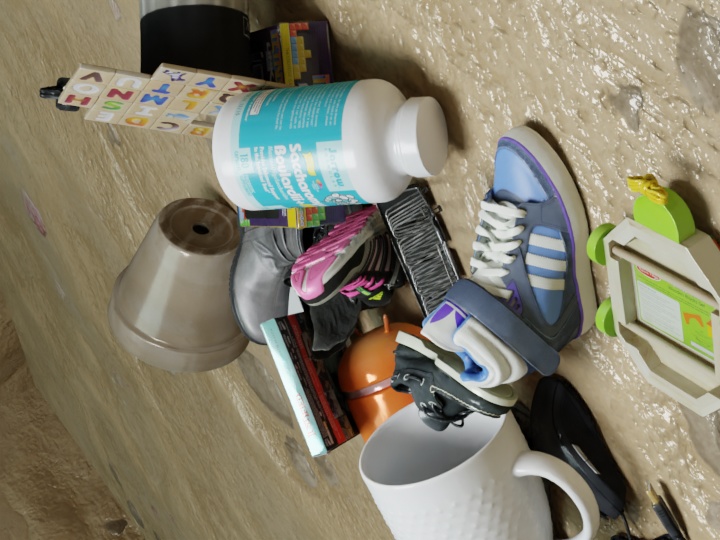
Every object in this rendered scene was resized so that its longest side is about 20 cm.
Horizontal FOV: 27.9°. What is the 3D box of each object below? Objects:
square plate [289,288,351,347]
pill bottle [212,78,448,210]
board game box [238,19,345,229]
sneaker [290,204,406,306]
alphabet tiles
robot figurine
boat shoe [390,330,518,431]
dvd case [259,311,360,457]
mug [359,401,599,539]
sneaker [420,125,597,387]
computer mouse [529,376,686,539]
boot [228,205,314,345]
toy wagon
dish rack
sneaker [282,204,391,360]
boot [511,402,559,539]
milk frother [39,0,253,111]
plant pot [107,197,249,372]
[{"bbox_3d":[-0.067,0.045,1.741,0.200,0.028,0.199,37,148,47],"label":"square plate"},{"bbox_3d":[-0.025,-0.114,1.304,0.199,0.111,0.111,-3,120,28],"label":"pill bottle"},{"bbox_3d":[-0.079,-0.145,1.470,0.165,0.057,0.201,6,102,64],"label":"board game box"},{"bbox_3d":[0.000,0.000,1.402,0.074,0.200,0.088,-23,101,25],"label":"sneaker"},{"bbox_3d":[-0.180,-0.162,1.383,0.167,0.199,0.008,152,122,-63],"label":"alphabet tiles"},{"bbox_3d":[0.050,0.141,1.523,0.201,0.116,0.144,65,-166,-4],"label":"robot figurine"},{"bbox_3d":[0.074,0.109,1.292,0.199,0.074,0.066,28,96,61],"label":"boat shoe"},{"bbox_3d":[-0.040,0.112,1.523,0.146,0.022,0.200,68,-164,3],"label":"dvd case"},{"bbox_3d":[0.121,0.216,1.317,0.199,0.148,0.176,-11,117,34],"label":"mug"},{"bbox_3d":[0.108,0.000,1.172,0.081,0.146,0.201,27,140,55],"label":"sneaker"},{"bbox_3d":[0.214,0.190,1.301,0.200,0.046,0.140,63,160,-3],"label":"computer mouse"},{"bbox_3d":[-0.087,-0.013,1.611,0.131,0.070,0.201,1,96,55],"label":"boot"},{"bbox_3d":[0.231,0.014,1.061,0.155,0.039,0.201,35,145,49],"label":"toy wagon"},{"bbox_3d":[0.068,0.002,1.314,0.200,0.054,0.154,-105,-10,-78],"label":"dish rack"},{"bbox_3d":[-0.036,-0.012,1.502,0.060,0.104,0.200,110,140,-65],"label":"sneaker"},{"bbox_3d":[0.178,0.242,1.437,0.182,0.072,0.200,41,144,39],"label":"boot"},{"bbox_3d":[-0.213,-0.254,1.436,0.180,0.199,0.189,157,111,-67],"label":"milk frother"},{"bbox_3d":[-0.226,0.006,1.917,0.200,0.200,0.174,48,139,31],"label":"plant pot"}]
